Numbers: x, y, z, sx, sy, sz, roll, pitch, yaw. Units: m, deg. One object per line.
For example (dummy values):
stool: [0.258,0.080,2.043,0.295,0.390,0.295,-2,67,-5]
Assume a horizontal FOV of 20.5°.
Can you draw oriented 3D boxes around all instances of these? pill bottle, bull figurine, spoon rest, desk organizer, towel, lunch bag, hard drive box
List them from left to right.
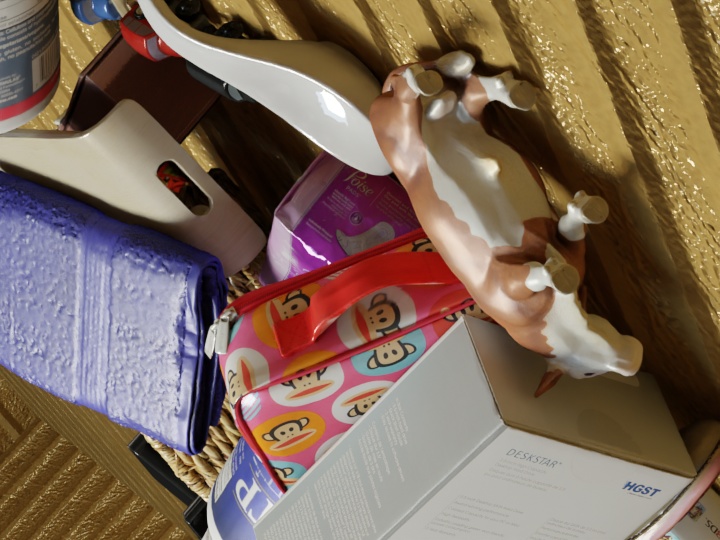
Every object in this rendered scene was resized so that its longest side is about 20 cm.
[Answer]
pill bottle: [-0.246,-0.192,1.220,0.119,0.119,0.201,35,142,26]
towel: [-0.174,0.023,1.327,0.199,0.049,0.148,21,120,27]
desk organizer: [-0.151,-0.113,1.376,0.077,0.072,0.200,41,166,-5]
spoon rest: [-0.056,-0.122,1.118,0.200,0.061,0.099,43,166,-1]
pill bottle: [-0.041,0.160,1.409,0.120,0.120,0.200,40,131,10]
lunch bag: [0.020,0.045,1.125,0.176,0.199,0.082,63,-173,-56]
hard drive box: [0.063,0.131,1.124,0.155,0.200,0.077,19,-142,-38]
bull figurine: [0.075,-0.024,1.002,0.200,0.065,0.121,52,160,5]

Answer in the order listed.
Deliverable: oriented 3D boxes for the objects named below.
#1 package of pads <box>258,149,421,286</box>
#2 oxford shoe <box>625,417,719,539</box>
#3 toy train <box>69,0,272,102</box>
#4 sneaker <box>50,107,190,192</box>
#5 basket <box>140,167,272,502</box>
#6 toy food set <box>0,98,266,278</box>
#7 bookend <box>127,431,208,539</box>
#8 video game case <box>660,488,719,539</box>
package of pads: [0.000,0.000,1.290,0.120,0.076,0.200,38,166,3]
oxford shoe: [0.146,0.127,1.184,0.075,0.070,0.200,47,138,-2]
toy train: [-0.123,-0.151,1.236,0.200,0.046,0.034,32,163,36]
sneaker: [-0.161,-0.063,1.573,0.085,0.077,0.200,6,150,48]
basket: [-0.112,0.041,1.479,0.200,0.149,0.143,52,-167,-35]
toy food set: [-0.167,-0.065,1.329,0.199,0.061,0.144,5,146,50]
bookend: [-0.133,0.096,1.671,0.200,0.199,0.092,36,167,27]
video game case: [0.156,0.134,1.327,0.181,0.045,0.200,44,166,-8]
